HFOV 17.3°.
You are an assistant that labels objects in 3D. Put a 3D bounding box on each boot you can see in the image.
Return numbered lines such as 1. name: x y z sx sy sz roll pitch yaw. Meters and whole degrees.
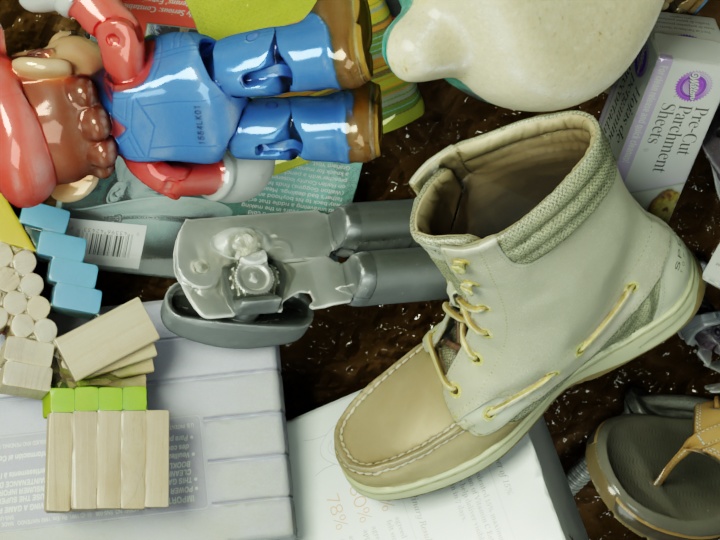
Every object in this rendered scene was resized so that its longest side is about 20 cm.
1. boot: 0.049 0.017 1.090 0.199 0.072 0.155 -33 144 8

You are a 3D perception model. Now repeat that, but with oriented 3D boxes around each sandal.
1. sandal: 0.200 0.099 1.223 0.199 0.082 0.055 7 131 -30

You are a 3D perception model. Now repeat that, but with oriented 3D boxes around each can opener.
1. can opener: 0.000 0.000 1.154 0.199 0.054 0.067 -4 152 -22

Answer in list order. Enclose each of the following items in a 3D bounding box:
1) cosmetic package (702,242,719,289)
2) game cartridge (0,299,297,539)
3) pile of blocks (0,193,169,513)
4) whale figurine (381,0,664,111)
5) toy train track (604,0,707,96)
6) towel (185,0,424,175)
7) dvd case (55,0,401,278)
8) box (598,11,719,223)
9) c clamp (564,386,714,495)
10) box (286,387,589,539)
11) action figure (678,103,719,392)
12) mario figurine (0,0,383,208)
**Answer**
1. cosmetic package: 0.261 -0.054 1.096 0.107 0.085 0.201 27 92 -37
2. game cartridge: -0.135 0.084 1.167 0.199 0.038 0.131 -6 84 0
3. pile of blocks: -0.148 0.028 1.135 0.082 0.062 0.201 -24 88 -15
4. whale figurine: 0.043 -0.155 1.023 0.200 0.104 0.160 32 82 -34
5. toy train track: 0.168 -0.162 1.094 0.114 0.033 0.200 21 126 -30
6. towel: -0.039 -0.136 1.064 0.086 0.018 0.201 -20 125 2
7. dvd case: -0.064 -0.080 1.121 0.145 0.022 0.201 6 123 -12
8. box: 0.128 -0.035 1.156 0.041 0.039 0.201 6 131 -15
9. c clamp: 0.127 0.131 1.296 0.200 0.027 0.171 -42 122 19
10. box: 0.008 0.137 1.206 0.199 0.125 0.097 -23 157 9
11. action figure: 0.219 -0.007 1.190 0.129 0.070 0.201 -20 130 -2
12. mario figurine: -0.092 -0.089 1.054 0.199 0.106 0.124 -4 92 4
